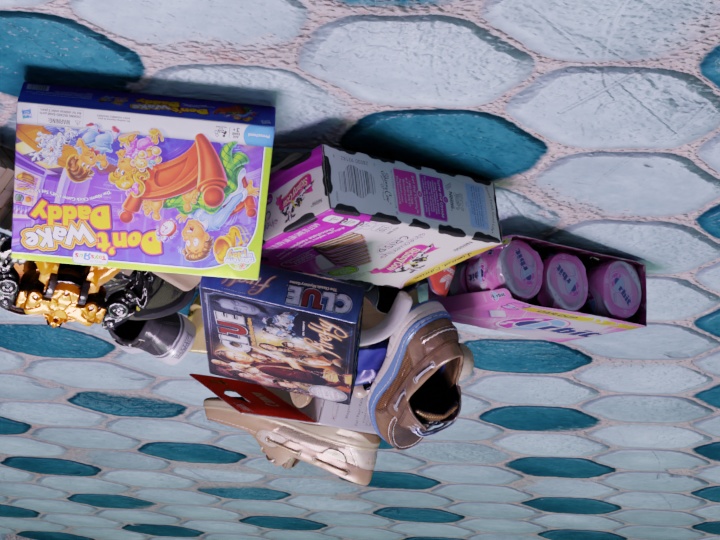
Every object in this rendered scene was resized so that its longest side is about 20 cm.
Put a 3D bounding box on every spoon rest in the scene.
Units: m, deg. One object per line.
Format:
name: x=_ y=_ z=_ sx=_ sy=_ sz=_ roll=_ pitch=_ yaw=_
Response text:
spoon rest: x=-0.056 y=0.025 z=1.612 sx=0.199 sy=0.061 sz=0.099 roll=15 pitch=-173 yaw=-9

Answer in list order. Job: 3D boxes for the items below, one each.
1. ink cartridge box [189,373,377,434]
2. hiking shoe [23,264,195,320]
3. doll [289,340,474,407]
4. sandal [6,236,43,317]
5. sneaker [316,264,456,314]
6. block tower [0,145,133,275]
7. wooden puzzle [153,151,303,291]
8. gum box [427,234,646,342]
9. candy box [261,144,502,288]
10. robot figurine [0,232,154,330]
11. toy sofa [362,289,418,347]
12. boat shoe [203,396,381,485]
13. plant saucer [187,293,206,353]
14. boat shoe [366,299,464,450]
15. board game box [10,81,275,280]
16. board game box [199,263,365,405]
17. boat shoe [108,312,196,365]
ink cartridge box: x=-0.072 y=0.124 z=1.917 sx=0.173 sy=0.044 sz=0.200 roll=12 pitch=-176 yaw=-23
hiking shoe: x=-0.229 y=-0.001 z=1.758 sx=0.199 sy=0.076 sz=0.100 roll=20 pitch=161 yaw=-40
doll: x=0.026 y=0.094 z=1.764 sx=0.199 sy=0.049 sz=0.137 roll=-5 pitch=152 yaw=-33
sandal: x=-0.357 y=0.016 z=1.871 sx=0.079 sy=0.060 sz=0.207 roll=-4 pitch=162 yaw=25
sneaker: x=0.000 y=0.000 z=1.697 sx=0.199 sy=0.085 sz=0.075 roll=-7 pitch=160 yaw=33
block tower: x=-0.269 y=-0.055 z=1.589 sx=0.200 sy=0.058 sz=0.054 roll=26 pitch=-164 yaw=-49
wooden puzzle: x=-0.110 y=-0.046 z=1.616 sx=0.199 sy=0.037 sz=0.185 roll=-18 pitch=157 yaw=17
gum box: x=0.166 y=0.018 z=1.725 sx=0.199 sy=0.067 sz=0.113 roll=11 pitch=164 yaw=-39
candy box: x=0.003 y=-0.041 z=1.536 sx=0.199 sy=0.061 sz=0.136 roll=8 pitch=157 yaw=-40
robot figurine: x=-0.233 y=-0.032 z=1.520 sx=0.144 sy=0.058 sz=0.200 roll=13 pitch=129 yaw=-16
toy sofa: x=-0.038 y=0.047 z=1.801 sx=0.199 sy=0.083 sz=0.098 roll=-9 pitch=162 yaw=-3
boat shoe: x=-0.078 y=0.178 z=1.909 sx=0.199 sy=0.065 sz=0.071 roll=13 pitch=-176 yaw=18
plant saucer: x=-0.091 y=0.053 z=1.958 sx=0.199 sy=0.049 sz=0.200 roll=6 pitch=163 yaw=-8
boat shoe: x=0.055 y=0.118 z=1.701 sx=0.072 sy=0.073 sz=0.200 roll=-20 pitch=146 yaw=-20
board game box: x=-0.172 y=-0.070 z=1.427 sx=0.199 sy=0.135 sz=0.045 roll=5 pitch=-154 yaw=-5
board game box: x=-0.067 y=0.054 z=1.563 sx=0.135 sy=0.035 sz=0.200 roll=13 pitch=156 yaw=4
boat shoe: x=-0.240 y=0.054 z=1.914 sx=0.066 sy=0.070 sz=0.200 roll=31 pitch=177 yaw=-26
